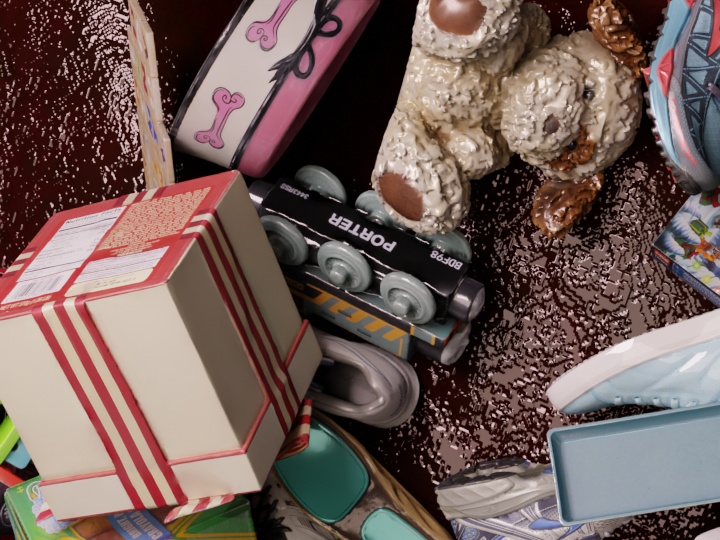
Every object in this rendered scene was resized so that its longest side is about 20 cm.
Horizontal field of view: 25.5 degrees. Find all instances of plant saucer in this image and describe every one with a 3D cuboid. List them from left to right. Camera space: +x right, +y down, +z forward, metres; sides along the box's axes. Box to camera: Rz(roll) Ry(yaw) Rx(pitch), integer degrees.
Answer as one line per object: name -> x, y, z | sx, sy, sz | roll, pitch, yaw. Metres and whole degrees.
plant saucer -> 0.228, 0.126, 1.069 | 0.198, 0.019, 0.070 | -11, 63, 10

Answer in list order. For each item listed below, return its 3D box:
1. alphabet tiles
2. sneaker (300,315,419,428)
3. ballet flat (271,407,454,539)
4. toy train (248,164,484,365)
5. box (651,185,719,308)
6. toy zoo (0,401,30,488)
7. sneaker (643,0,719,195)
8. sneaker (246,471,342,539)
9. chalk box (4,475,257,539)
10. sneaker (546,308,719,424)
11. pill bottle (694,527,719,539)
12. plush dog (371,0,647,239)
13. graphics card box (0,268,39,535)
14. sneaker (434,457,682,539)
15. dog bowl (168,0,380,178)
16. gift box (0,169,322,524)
alphabet tiles -> -0.155, -0.096, 1.196 | 0.007, 0.167, 0.201 | -9, 117, -12
sneaker -> -0.053, 0.064, 1.208 | 0.199, 0.087, 0.075 | 15, 89, 13
ballet flat -> 0.002, 0.175, 1.197 | 0.069, 0.063, 0.200 | -44, 88, 11
toy train -> 0.000, 0.000, 1.189 | 0.199, 0.085, 0.114 | 25, 145, 15
box -> 0.308, -0.049, 1.059 | 0.137, 0.040, 0.200 | 38, 87, 17
toy zoo -> -0.208, 0.125, 1.216 | 0.132, 0.200, 0.020 | -55, 37, -8
sneaker -> 0.246, -0.145, 1.051 | 0.095, 0.079, 0.201 | -4, 61, 33
sneaker -> -0.054, 0.192, 1.211 | 0.200, 0.088, 0.076 | 45, 113, 9
chalk box -> -0.183, 0.218, 1.169 | 0.124, 0.199, 0.125 | 45, 150, 49
sneaker -> 0.229, 0.079, 1.109 | 0.199, 0.074, 0.083 | -22, 78, 22
pill bottle -> 0.325, 0.195, 1.027 | 0.199, 0.112, 0.113 | -18, 84, -3
plush dog -> 0.116, -0.123, 1.135 | 0.171, 0.161, 0.201 | 17, 115, 4
graphics card box -> -0.252, 0.100, 1.252 | 0.051, 0.125, 0.202 | 11, 95, 31
sneaker -> 0.156, 0.176, 1.152 | 0.199, 0.077, 0.086 | -12, 97, 30
dog bowl -> -0.057, -0.155, 1.166 | 0.074, 0.200, 0.201 | 33, 104, -2
gift box -> -0.149, 0.069, 1.084 | 0.183, 0.200, 0.188 | -10, 118, 26
